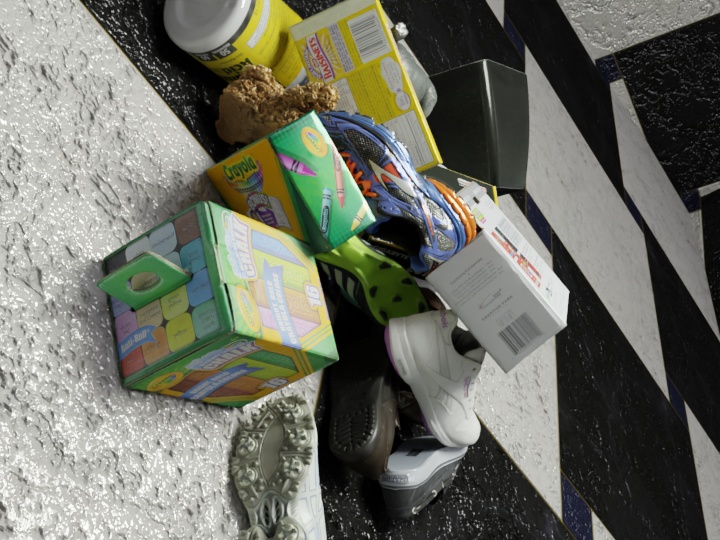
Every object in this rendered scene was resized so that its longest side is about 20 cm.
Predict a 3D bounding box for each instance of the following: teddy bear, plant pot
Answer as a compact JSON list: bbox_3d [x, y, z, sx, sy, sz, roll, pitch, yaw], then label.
[{"bbox_3d":[-0.063,-0.139,1.149,0.067,0.199,0.146,-30,129,-46],"label":"teddy bear"},{"bbox_3d":[0.146,-0.190,1.602,0.200,0.199,0.178,-4,81,-64],"label":"plant pot"}]

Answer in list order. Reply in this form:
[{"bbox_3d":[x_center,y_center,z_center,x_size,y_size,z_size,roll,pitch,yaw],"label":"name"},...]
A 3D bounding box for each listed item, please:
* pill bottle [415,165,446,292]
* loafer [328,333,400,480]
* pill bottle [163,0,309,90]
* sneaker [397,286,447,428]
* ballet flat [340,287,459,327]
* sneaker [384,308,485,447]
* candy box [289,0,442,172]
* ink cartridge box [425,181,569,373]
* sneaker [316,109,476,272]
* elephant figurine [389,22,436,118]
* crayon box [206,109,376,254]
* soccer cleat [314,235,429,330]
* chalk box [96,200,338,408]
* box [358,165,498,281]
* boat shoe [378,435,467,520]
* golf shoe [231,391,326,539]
[{"bbox_3d":[0.085,-0.076,1.459,0.104,0.104,0.201,37,37,-44],"label":"pill bottle"},{"bbox_3d":[0.007,0.146,1.156,0.200,0.073,0.072,-75,146,-53],"label":"loafer"},{"bbox_3d":[-0.121,-0.259,1.217,0.200,0.111,0.112,29,42,-56],"label":"pill bottle"},{"bbox_3d":[0.067,0.091,1.312,0.075,0.070,0.201,35,36,-38],"label":"sneaker"},{"bbox_3d":[0.066,0.054,1.267,0.200,0.068,0.068,41,30,12],"label":"ballet flat"},{"bbox_3d":[0.103,0.121,1.171,0.075,0.099,0.200,-93,158,-49],"label":"sneaker"},{"bbox_3d":[0.005,-0.188,1.152,0.201,0.102,0.026,69,17,3],"label":"candy box"},{"bbox_3d":[0.142,-0.001,1.180,0.176,0.084,0.200,50,15,2],"label":"ink cartridge box"},{"bbox_3d":[0.020,-0.077,1.034,0.200,0.075,0.079,39,62,0],"label":"sneaker"},{"bbox_3d":[-0.003,-0.155,1.228,0.155,0.141,0.201,43,67,-40],"label":"elephant figurine"},{"bbox_3d":[-0.073,-0.076,1.059,0.058,0.200,0.119,-34,100,-22],"label":"crayon box"},{"bbox_3d":[0.000,0.000,1.220,0.200,0.068,0.081,43,-5,-9],"label":"soccer cleat"},{"bbox_3d":[-0.131,0.031,0.920,0.200,0.124,0.124,20,49,-55],"label":"chalk box"},{"bbox_3d":[0.084,-0.063,1.338,0.199,0.049,0.160,18,50,-24],"label":"box"},{"bbox_3d":[0.073,0.232,1.205,0.200,0.070,0.067,-12,100,-71],"label":"boat shoe"},{"bbox_3d":[-0.066,0.211,0.964,0.097,0.078,0.201,61,25,-50],"label":"golf shoe"}]
